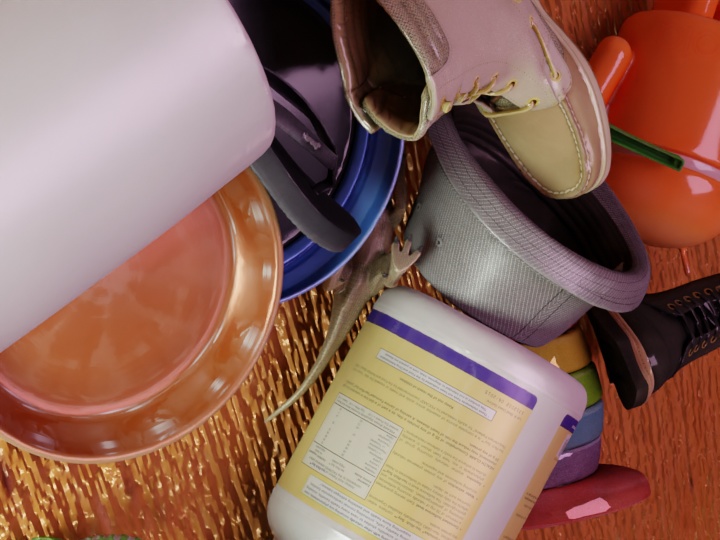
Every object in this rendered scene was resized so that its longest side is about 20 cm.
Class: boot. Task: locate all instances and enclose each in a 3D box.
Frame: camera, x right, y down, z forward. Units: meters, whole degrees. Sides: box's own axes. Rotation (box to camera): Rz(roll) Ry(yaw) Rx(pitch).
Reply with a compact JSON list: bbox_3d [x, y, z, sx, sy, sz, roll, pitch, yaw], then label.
[{"bbox_3d":[0.062,-0.103,1.324,0.155,0.072,0.201,-48,117,-49],"label":"boot"},{"bbox_3d":[0.227,0.031,1.591,0.200,0.138,0.078,-76,147,-82],"label":"boot"}]

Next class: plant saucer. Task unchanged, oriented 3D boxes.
[{"bbox_3d":[-0.138,0.005,1.265,0.200,0.032,0.201,-9,110,-25],"label":"plant saucer"}]

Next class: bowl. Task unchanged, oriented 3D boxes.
[{"bbox_3d":[-0.070,-0.077,1.317,0.200,0.039,0.201,-9,109,-26],"label":"bowl"}]

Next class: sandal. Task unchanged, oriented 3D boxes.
[{"bbox_3d":[-0.053,-0.086,1.251,0.043,0.076,0.200,-35,119,5],"label":"sandal"}]

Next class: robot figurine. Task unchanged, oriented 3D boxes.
[{"bbox_3d":[0.219,-0.103,1.637,0.144,0.116,0.201,30,73,-59],"label":"robot figurine"}]

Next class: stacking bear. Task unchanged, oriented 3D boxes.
[{"bbox_3d":[0.107,0.061,1.551,0.113,0.121,0.201,-15,100,-43],"label":"stacking bear"}]

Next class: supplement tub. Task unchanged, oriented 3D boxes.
[{"bbox_3d":[0.032,0.126,1.429,0.145,0.145,0.201,32,86,-47],"label":"supplement tub"}]

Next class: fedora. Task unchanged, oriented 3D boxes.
[{"bbox_3d":[0.087,-0.027,1.447,0.177,0.200,0.090,19,121,-42],"label":"fedora"}]

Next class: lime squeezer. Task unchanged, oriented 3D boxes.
[{"bbox_3d":[0.114,-0.104,1.559,0.199,0.071,0.038,16,124,-21],"label":"lime squeezer"}]

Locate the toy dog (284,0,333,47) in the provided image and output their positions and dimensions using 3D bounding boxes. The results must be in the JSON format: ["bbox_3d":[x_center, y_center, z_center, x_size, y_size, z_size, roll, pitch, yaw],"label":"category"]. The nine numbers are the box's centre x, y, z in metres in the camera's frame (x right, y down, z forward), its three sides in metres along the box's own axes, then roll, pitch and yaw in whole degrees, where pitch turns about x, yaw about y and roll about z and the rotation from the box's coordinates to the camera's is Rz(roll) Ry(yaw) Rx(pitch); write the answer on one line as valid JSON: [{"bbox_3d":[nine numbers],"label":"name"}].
[{"bbox_3d":[0.019,-0.198,1.416,0.132,0.096,0.200,38,82,-33],"label":"toy dog"}]

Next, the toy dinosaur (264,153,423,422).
[{"bbox_3d":[0.000,0.000,1.426,0.101,0.058,0.201,118,-10,-76],"label":"toy dinosaur"}]

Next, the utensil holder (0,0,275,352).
[{"bbox_3d":[-0.165,-0.067,1.121,0.200,0.170,0.170,-38,126,-20],"label":"utensil holder"}]

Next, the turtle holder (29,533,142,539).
[{"bbox_3d":[-0.122,0.242,1.294,0.131,0.141,0.186,-22,120,-14],"label":"turtle holder"}]
